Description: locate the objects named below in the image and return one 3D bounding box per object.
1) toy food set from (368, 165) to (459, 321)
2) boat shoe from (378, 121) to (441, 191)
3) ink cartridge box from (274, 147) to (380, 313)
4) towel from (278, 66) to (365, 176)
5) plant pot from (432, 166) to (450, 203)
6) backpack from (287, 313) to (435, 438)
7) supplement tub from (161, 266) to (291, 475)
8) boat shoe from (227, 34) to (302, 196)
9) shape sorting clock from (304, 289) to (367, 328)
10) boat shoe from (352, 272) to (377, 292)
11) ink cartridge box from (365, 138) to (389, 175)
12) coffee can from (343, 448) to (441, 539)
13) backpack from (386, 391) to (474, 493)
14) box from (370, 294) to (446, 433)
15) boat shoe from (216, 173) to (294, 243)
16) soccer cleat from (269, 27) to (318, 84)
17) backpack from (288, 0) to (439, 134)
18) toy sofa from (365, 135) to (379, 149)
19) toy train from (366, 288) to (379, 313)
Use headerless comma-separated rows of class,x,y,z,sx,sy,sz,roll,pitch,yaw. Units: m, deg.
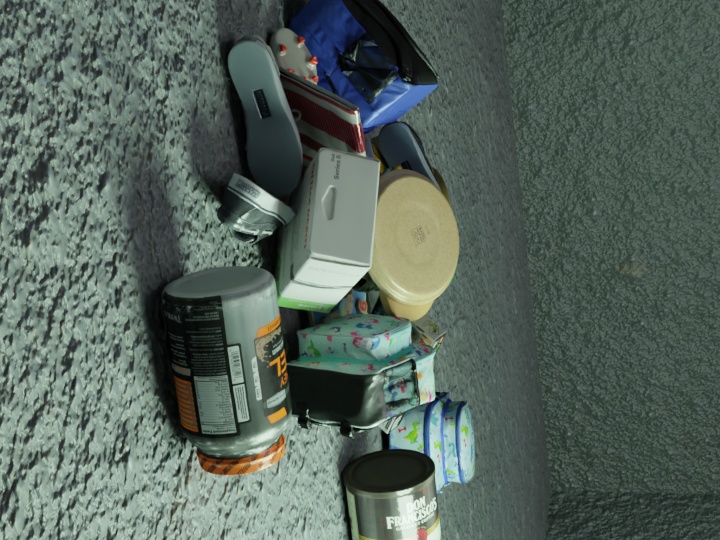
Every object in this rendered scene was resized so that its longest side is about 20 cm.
toy food set,0.069,-0.046,1.584,0.201,0.048,0.198,53,54,-20
boat shoe,0.089,-0.136,1.703,0.091,0.070,0.202,-46,116,-74
ink cartridge box,-0.046,-0.046,1.416,0.200,0.083,0.147,135,-38,-65
towel,-0.047,-0.162,1.460,0.023,0.143,0.201,-45,149,-26
plant pot,0.088,-0.086,1.928,0.027,0.199,0.203,5,81,-32
backpack,0.008,0.137,1.533,0.199,0.176,0.152,-3,94,-54
supplement tub,-0.139,0.105,1.183,0.123,0.121,0.202,-46,132,-67
boat shoe,-0.117,-0.198,1.398,0.086,0.074,0.204,-79,155,-65
shape sorting clock,-0.032,0.032,1.653,0.199,0.039,0.202,17,71,-61
boat shoe,0.000,0.000,1.623,0.199,0.071,0.063,27,66,-50
ink cartridge box,0.015,-0.120,1.722,0.200,0.083,0.177,39,36,-69
coffee can,0.055,0.405,1.760,0.146,0.145,0.202,-49,135,-66
backpack,0.129,0.314,2.020,0.200,0.145,0.185,-10,95,-70
box,0.043,0.137,1.662,0.035,0.110,0.201,-28,150,-48
boat shoe,-0.130,-0.066,1.337,0.068,0.071,0.200,-57,176,1
soccer cleat,-0.083,-0.229,1.522,0.069,0.077,0.202,-33,104,-39
backpack,-0.014,-0.301,1.584,0.201,0.167,0.162,54,16,3
toy sofa,0.043,-0.123,1.882,0.082,0.097,0.202,12,68,-48
toy train,0.058,0.075,1.853,0.114,0.084,0.202,-45,134,-50
